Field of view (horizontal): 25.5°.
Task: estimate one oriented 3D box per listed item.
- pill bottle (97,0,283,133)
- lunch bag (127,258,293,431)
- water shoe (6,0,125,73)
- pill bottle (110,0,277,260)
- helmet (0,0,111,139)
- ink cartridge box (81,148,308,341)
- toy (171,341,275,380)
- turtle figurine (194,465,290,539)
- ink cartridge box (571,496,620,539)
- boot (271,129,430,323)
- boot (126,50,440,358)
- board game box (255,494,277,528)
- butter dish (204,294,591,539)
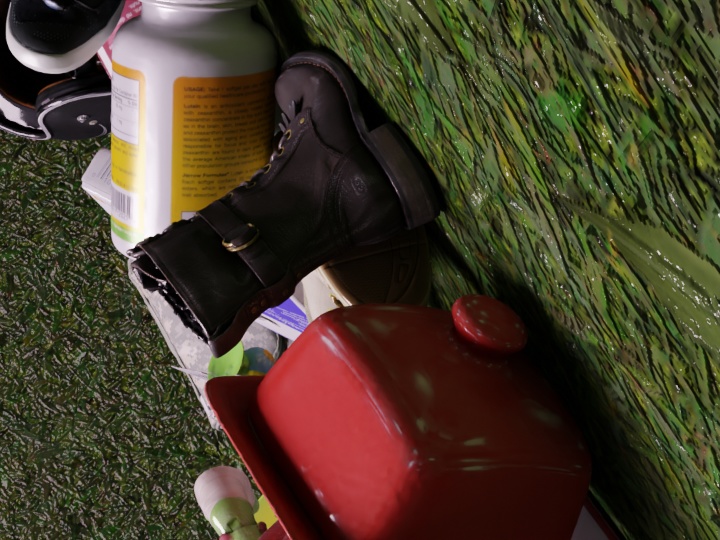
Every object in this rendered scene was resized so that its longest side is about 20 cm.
[{"bbox_3d":[-0.138,-0.173,1.180,0.201,0.114,0.114,62,171,-4],"label":"pill bottle"},{"bbox_3d":[-0.100,0.033,1.442,0.200,0.167,0.139,57,171,20],"label":"lunch bag"},{"bbox_3d":[-0.180,-0.223,1.055,0.071,0.201,0.079,19,152,7],"label":"water shoe"},{"bbox_3d":[-0.112,-0.111,1.072,0.111,0.111,0.201,-136,46,-62],"label":"pill bottle"},{"bbox_3d":[-0.248,-0.205,1.379,0.201,0.200,0.191,62,157,-6],"label":"helmet"},{"bbox_3d":[-0.102,-0.006,1.273,0.198,0.043,0.200,25,166,24],"label":"ink cartridge box"},{"bbox_3d":[-0.012,0.080,1.054,0.200,0.047,0.115,20,169,-38],"label":"toy"},{"bbox_3d":[-0.019,0.196,0.938,0.199,0.144,0.194,16,-149,-29],"label":"turtle figurine"},{"bbox_3d":[0.149,0.253,0.996,0.145,0.084,0.200,55,168,36],"label":"ink cartridge box"},{"bbox_3d":[0.000,0.011,1.052,0.200,0.072,0.155,-120,16,-47],"label":"boot"},{"bbox_3d":[-0.063,-0.046,0.963,0.200,0.174,0.069,50,166,50],"label":"boot"},{"bbox_3d":[-0.014,0.179,1.232,0.102,0.200,0.048,40,170,5],"label":"board game box"},{"bbox_3d":[0.045,0.081,0.881,0.200,0.199,0.148,51,124,44],"label":"butter dish"}]
